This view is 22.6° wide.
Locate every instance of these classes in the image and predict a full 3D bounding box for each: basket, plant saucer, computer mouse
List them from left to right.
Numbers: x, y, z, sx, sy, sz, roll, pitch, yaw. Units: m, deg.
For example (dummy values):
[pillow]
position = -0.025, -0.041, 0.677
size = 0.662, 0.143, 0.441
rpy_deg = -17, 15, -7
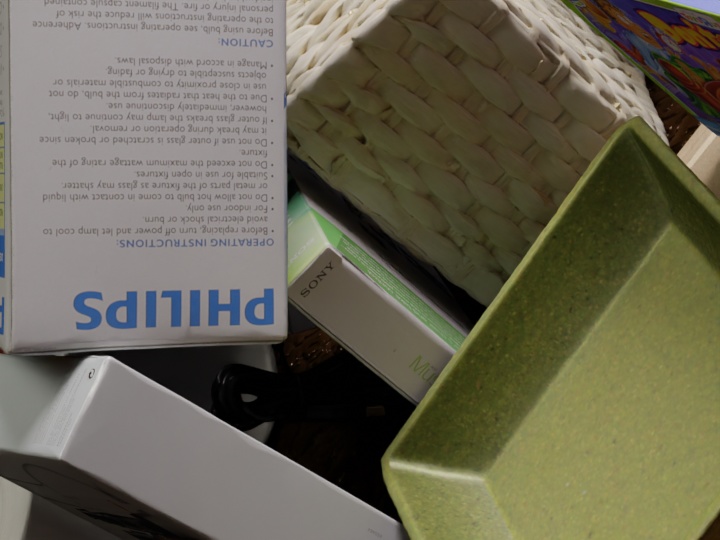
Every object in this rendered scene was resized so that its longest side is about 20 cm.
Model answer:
[computer mouse]
position = -0.053, 0.003, 0.972
size = 0.201, 0.109, 0.044
rpy_deg = -117, 34, -41
[basket]
position = 0.048, -0.089, 0.885
size = 0.135, 0.200, 0.124
rpy_deg = -42, 34, 17
[plant saucer]
position = 0.104, 0.065, 0.724
size = 0.201, 0.048, 0.200
rpy_deg = -56, 28, 16

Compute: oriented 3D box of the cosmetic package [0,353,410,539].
[cosmetic package]
position = -0.079, 0.103, 0.825
size = 0.150, 0.199, 0.052
rpy_deg = 1, 62, 58

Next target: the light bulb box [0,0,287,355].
[light bulb box]
position = -0.116, -0.070, 0.831
size = 0.198, 0.124, 0.202
rpy_deg = -172, 81, -72

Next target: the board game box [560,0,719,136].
[board game box]
position = 0.160, -0.086, 0.689
size = 0.045, 0.134, 0.200
rpy_deg = -55, 27, 1

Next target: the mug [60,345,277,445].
[mug]
position = -0.142, 0.066, 1.061
size = 0.175, 0.148, 0.200
rpy_deg = -26, 7, 44

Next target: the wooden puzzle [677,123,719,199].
[wooden puzzle]
position = 0.193, -0.030, 0.762
size = 0.201, 0.037, 0.185
rpy_deg = -56, 27, 1

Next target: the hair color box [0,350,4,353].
[hair color box]
position = -0.195, -0.046, 1.000
size = 0.110, 0.064, 0.201
rpy_deg = -7, 56, 51

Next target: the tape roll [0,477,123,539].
[tape roll]
position = -0.183, 0.208, 0.928
size = 0.202, 0.139, 0.203
rpy_deg = -36, 30, 25

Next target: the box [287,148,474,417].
[box]
position = 0.000, 0.000, 0.896
size = 0.036, 0.144, 0.200
rpy_deg = -46, 26, 7
